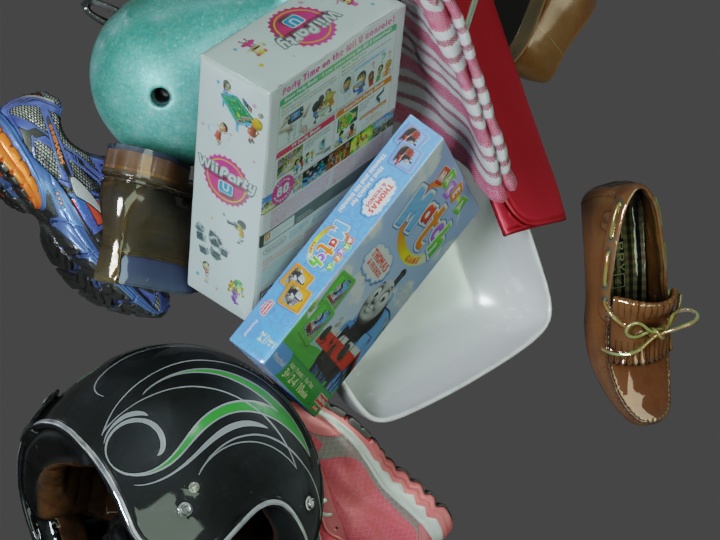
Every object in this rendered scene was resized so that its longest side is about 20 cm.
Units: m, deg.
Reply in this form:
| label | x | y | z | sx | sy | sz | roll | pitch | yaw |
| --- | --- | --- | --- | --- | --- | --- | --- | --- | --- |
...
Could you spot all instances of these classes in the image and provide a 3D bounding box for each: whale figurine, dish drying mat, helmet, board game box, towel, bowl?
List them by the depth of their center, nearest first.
| label | x | y | z | sx | sy | sz | roll | pitch | yaw |
| --- | --- | --- | --- | --- | --- | --- | --- | --- | --- |
| board game box | -0.044 | -0.084 | 1.492 | 0.148 | 0.064 | 0.200 | -37 | 147 | -40 |
| towel | 0.042 | -0.152 | 1.531 | 0.030 | 0.146 | 0.200 | -33 | 133 | -12 |
| whale figurine | -0.101 | -0.153 | 1.537 | 0.200 | 0.104 | 0.159 | -28 | 102 | 18 |
| helmet | -0.126 | 0.149 | 1.549 | 0.191 | 0.200 | 0.200 | -20 | 101 | -37 |
| board game box | 0.000 | 0.000 | 1.549 | 0.037 | 0.151 | 0.200 | 35 | 83 | 21 |
| dish drying mat | 0.104 | -0.128 | 1.675 | 0.077 | 0.018 | 0.200 | -15 | 84 | -46 |
| bowl | 0.030 | -0.003 | 1.682 | 0.200 | 0.075 | 0.200 | -28 | 105 | -23 |

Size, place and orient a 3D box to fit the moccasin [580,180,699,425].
| label | x | y | z | sx | sy | sz | roll | pitch | yaw |
| --- | --- | --- | --- | --- | --- | --- | --- | --- | --- |
| moccasin | 0.228 | 0.027 | 1.778 | 0.074 | 0.078 | 0.202 | -3 | 93 | -26 |

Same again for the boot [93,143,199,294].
| label | x | y | z | sx | sy | sz | roll | pitch | yaw |
| --- | --- | --- | --- | --- | --- | --- | --- | --- | --- |
| boot | -0.133 | -0.022 | 1.567 | 0.200 | 0.075 | 0.097 | 26 | 75 | -60 |

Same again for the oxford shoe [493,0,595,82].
| label | x | y | z | sx | sy | sz | roll | pitch | yaw |
| --- | --- | --- | --- | --- | --- | --- | --- | --- | --- |
| oxford shoe | 0.167 | -0.245 | 1.748 | 0.071 | 0.071 | 0.200 | 26 | 92 | -30 |

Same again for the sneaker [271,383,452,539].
| label | x | y | z | sx | sy | sz | roll | pitch | yaw |
| --- | --- | --- | --- | --- | --- | --- | --- | --- | --- |
| sneaker | -0.016 | 0.167 | 1.667 | 0.200 | 0.074 | 0.087 | 44 | 75 | -21 |

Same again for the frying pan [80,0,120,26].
| label | x | y | z | sx | sy | sz | roll | pitch | yaw |
| --- | --- | --- | --- | --- | --- | --- | --- | --- | --- |
| frying pan | -0.118 | -0.138 | 1.626 | 0.190 | 0.031 | 0.115 | 2 | 82 | -16 |

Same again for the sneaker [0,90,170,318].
| label | x | y | z | sx | sy | sz | roll | pitch | yaw |
| --- | --- | --- | --- | --- | --- | --- | --- | --- | --- |
| sneaker | -0.198 | -0.046 | 1.571 | 0.078 | 0.075 | 0.200 | -44 | 111 | -21 |
